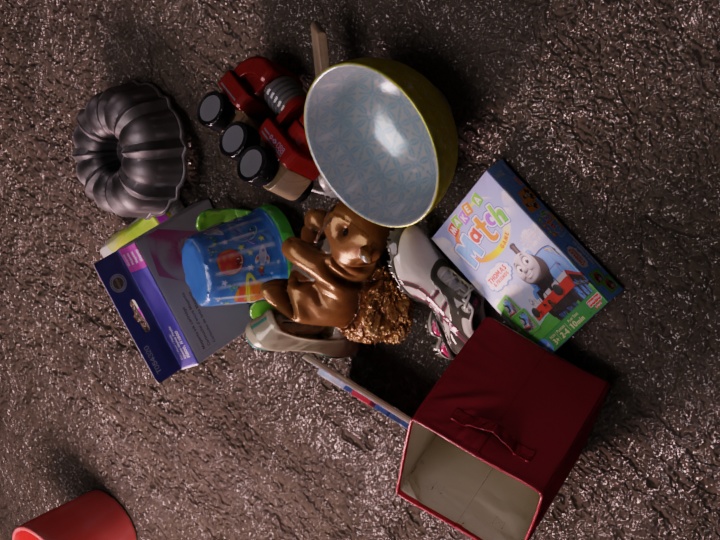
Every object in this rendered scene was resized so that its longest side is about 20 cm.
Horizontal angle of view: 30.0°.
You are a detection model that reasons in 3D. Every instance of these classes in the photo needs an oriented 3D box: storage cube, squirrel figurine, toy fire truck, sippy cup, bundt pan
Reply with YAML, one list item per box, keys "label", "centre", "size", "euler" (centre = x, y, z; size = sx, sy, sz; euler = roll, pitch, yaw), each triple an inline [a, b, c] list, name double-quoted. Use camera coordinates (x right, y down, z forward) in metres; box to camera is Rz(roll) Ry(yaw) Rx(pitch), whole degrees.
- label: "storage cube"
  centre: [0.165, 0.197, 1.572]
  size: [0.171, 0.180, 0.200]
  euler: [29, 144, 16]
- label: "squirrel figurine"
  centre: [0.000, 0.000, 1.688]
  size: [0.200, 0.142, 0.187]
  euler: [45, 138, -2]
- label: "toy fire truck"
  centre: [-0.091, -0.212, 1.622]
  size: [0.200, 0.129, 0.176]
  euler: [-48, 52, 15]
- label: "sippy cup"
  centre: [-0.167, -0.011, 1.815]
  size: [0.178, 0.130, 0.140]
  euler: [12, 113, 63]
- label: "bundt pan"
  centre: [-0.339, -0.168, 1.906]
  size: [0.202, 0.076, 0.202]
  euler: [10, 106, 40]

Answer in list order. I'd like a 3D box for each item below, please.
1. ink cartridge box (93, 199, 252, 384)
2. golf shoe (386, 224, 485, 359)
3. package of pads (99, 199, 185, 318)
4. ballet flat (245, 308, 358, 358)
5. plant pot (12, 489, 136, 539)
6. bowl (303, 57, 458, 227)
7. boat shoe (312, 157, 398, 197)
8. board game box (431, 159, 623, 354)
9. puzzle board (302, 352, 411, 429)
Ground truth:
- label: "ink cartridge box"
  centre: [-0.250, 0.028, 1.906]
  size: [0.043, 0.200, 0.197]
  euler: [-13, 108, 50]
- label: "golf shoe"
  centre: [0.104, 0.019, 1.630]
  size: [0.088, 0.077, 0.200]
  euler: [-5, 126, 42]
- label: "package of pads"
  centre: [-0.303, -0.013, 2.039]
  size: [0.200, 0.068, 0.155]
  euler: [-29, 96, 52]
- label: "ballet flat"
  centre: [-0.063, 0.078, 1.779]
  size: [0.069, 0.200, 0.070]
  euler: [-3, 85, 42]
- label: "plant pot"
  centre: [-0.548, 0.534, 2.615]
  size: [0.200, 0.177, 0.201]
  euler: [26, 134, 31]
- label: "bowl"
  centre: [0.044, -0.161, 1.530]
  size: [0.200, 0.108, 0.200]
  euler: [27, 135, 32]
- label: "boat shoe"
  centre: [-0.024, -0.118, 1.664]
  size: [0.200, 0.069, 0.071]
  euler: [4, 117, 44]
- label: "board game box"
  centre: [0.188, -0.009, 1.550]
  size: [0.200, 0.037, 0.151]
  euler: [49, 143, 9]
- label: "puzzle board"
  centre: [0.025, 0.182, 1.806]
  size: [0.200, 0.017, 0.151]
  euler: [30, 174, 29]
